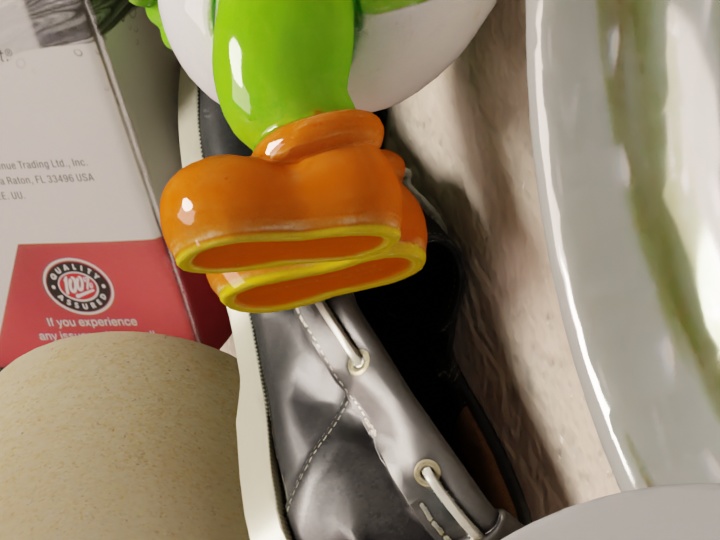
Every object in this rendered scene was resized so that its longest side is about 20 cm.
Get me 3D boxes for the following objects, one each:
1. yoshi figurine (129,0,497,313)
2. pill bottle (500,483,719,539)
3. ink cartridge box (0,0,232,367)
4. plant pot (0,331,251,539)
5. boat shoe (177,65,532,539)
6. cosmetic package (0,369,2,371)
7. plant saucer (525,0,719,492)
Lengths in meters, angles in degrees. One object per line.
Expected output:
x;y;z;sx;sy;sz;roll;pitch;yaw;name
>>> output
-0.044;-0.093;0.682;0.112;0.112;0.201;-19;74;46;yoshi figurine
0.063;0.131;0.437;0.200;0.114;0.114;71;173;-45;pill bottle
-0.116;-0.076;0.806;0.146;0.083;0.200;-1;121;28;ink cartridge box
-0.067;0.124;0.749;0.188;0.187;0.200;105;169;-50;plant pot
0.000;0.000;0.745;0.068;0.072;0.200;-32;54;28;boat shoe
-0.212;0.004;1.056;0.200;0.164;0.165;-73;-12;-58;cosmetic package
0.089;-0.021;0.476;0.200;0.050;0.201;171;90;-70;plant saucer
